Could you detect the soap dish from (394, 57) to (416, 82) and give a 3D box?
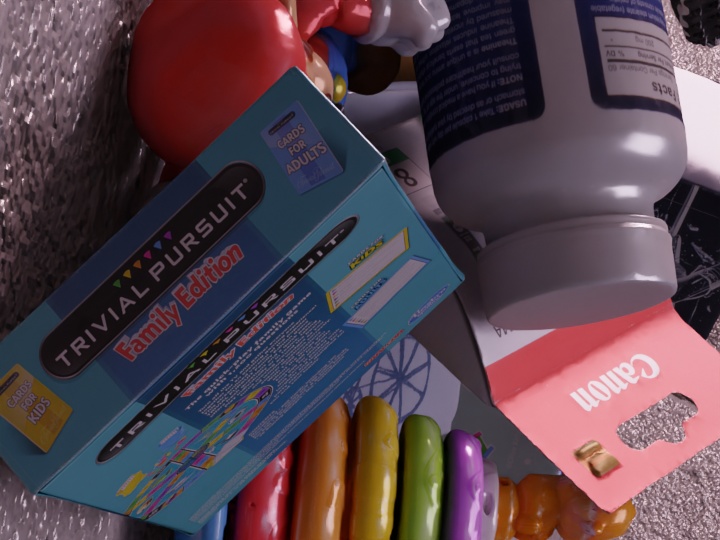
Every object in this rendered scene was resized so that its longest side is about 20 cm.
[{"bbox_3d":[0.032,-0.192,1.087,0.158,0.081,0.201,70,30,-67],"label":"soap dish"}]

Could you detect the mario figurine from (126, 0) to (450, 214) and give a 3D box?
[{"bbox_3d":[-0.026,-0.056,0.844,0.200,0.105,0.124,-34,132,-77],"label":"mario figurine"}]

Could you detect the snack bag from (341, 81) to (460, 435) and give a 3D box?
[{"bbox_3d":[0.000,0.000,1.040,0.188,0.021,0.202,-10,111,-52],"label":"snack bag"}]

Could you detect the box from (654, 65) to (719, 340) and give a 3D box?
[{"bbox_3d":[0.155,-0.045,1.407,0.183,0.199,0.104,108,2,-46],"label":"box"}]

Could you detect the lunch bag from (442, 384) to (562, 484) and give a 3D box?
[{"bbox_3d":[0.077,0.049,1.304,0.077,0.159,0.201,60,46,-64],"label":"lunch bag"}]

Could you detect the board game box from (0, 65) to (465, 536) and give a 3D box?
[{"bbox_3d":[-0.044,0.020,0.759,0.151,0.047,0.200,-43,165,0],"label":"board game box"}]

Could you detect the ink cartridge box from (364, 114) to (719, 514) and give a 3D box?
[{"bbox_3d":[0.089,0.004,0.980,0.161,0.200,0.050,-24,148,-49],"label":"ink cartridge box"}]

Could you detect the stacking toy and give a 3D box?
[{"bbox_3d":[0.020,0.100,0.928,0.116,0.198,0.111,-98,-166,-77],"label":"stacking toy"}]

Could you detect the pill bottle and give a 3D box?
[{"bbox_3d":[0.079,-0.081,0.917,0.111,0.110,0.202,52,29,-74],"label":"pill bottle"}]

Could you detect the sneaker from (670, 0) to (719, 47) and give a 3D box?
[{"bbox_3d":[0.195,-0.209,1.213,0.200,0.066,0.091,70,-2,-60],"label":"sneaker"}]
